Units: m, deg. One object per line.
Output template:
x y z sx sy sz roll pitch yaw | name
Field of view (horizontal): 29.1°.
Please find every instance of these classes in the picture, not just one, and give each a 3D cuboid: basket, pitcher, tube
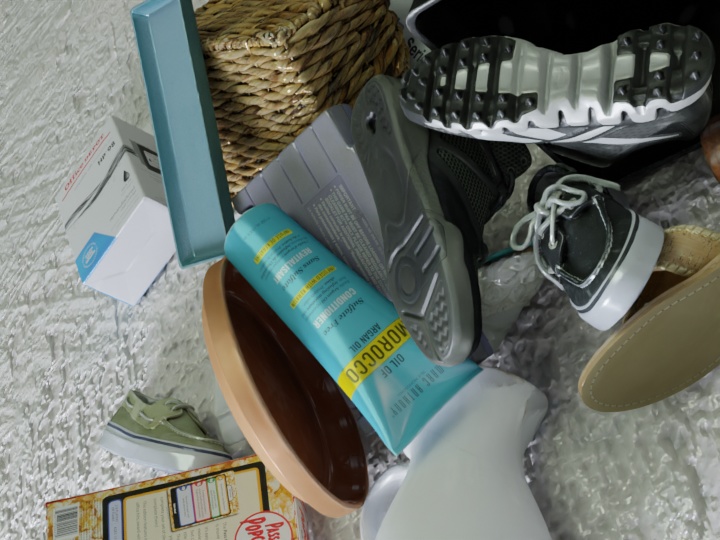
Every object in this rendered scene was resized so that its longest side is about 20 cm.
-0.049 -0.144 1.079 0.199 0.150 0.143 3 37 50 | basket
0.051 0.185 0.875 0.172 0.121 0.201 -45 29 41 | pitcher
-0.013 0.032 0.915 0.077 0.050 0.200 -45 60 -5 | tube

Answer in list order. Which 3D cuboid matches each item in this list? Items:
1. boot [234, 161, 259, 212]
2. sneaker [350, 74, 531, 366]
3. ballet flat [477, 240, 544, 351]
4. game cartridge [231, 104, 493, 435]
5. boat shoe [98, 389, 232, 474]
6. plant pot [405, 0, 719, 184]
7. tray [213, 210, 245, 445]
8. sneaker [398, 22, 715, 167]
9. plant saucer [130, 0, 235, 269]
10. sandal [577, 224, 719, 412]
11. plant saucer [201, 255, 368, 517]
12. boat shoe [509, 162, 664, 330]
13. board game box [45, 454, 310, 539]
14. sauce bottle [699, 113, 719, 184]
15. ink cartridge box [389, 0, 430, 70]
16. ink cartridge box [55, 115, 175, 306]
-0.078 -0.026 1.200 0.131 0.069 0.202 -34 47 50 | boot
0.068 -0.034 0.893 0.076 0.113 0.201 -52 43 48 | sneaker
0.066 0.037 0.989 0.199 0.071 0.072 -25 51 43 | ballet flat
0.000 0.000 0.965 0.129 0.038 0.201 -36 79 36 | game cartridge
-0.169 0.140 1.195 0.199 0.072 0.063 5 75 54 | boat shoe
0.175 -0.205 0.890 0.199 0.199 0.178 -24 41 41 | plant pot
-0.097 0.035 1.125 0.107 0.022 0.202 148 126 -61 | tray
0.122 -0.098 0.843 0.198 0.091 0.067 -1 64 26 | sneaker
-0.129 -0.105 1.025 0.070 0.019 0.202 -13 87 51 | plant saucer
0.207 -0.004 0.823 0.211 0.077 0.070 -41 40 15 | sandal
-0.056 0.083 0.984 0.032 0.200 0.201 -28 46 11 | plant saucer
0.134 -0.026 0.852 0.074 0.068 0.200 -58 7 20 | boat shoe
-0.135 0.226 1.035 0.198 0.046 0.152 -13 51 4 | board game box
0.290 -0.106 0.785 0.200 0.066 0.066 -33 46 38 | sauce bottle
0.043 -0.126 1.082 0.201 0.083 0.147 -53 39 13 | ink cartridge box
-0.248 -0.074 1.419 0.116 0.066 0.200 -52 39 17 | ink cartridge box
